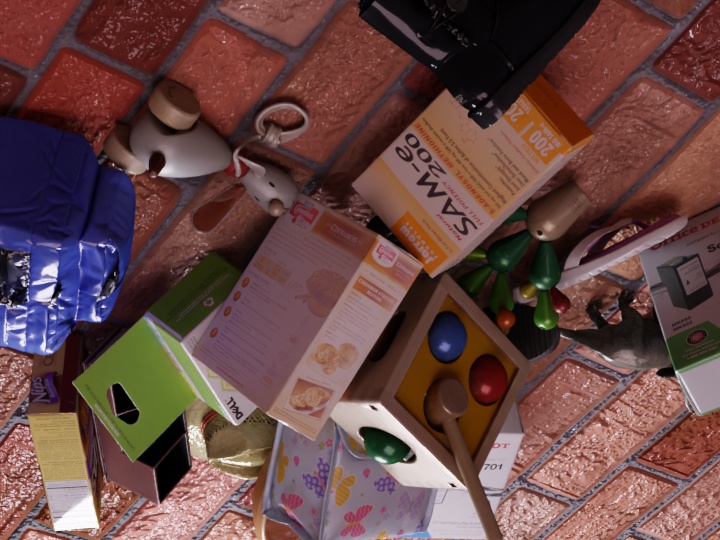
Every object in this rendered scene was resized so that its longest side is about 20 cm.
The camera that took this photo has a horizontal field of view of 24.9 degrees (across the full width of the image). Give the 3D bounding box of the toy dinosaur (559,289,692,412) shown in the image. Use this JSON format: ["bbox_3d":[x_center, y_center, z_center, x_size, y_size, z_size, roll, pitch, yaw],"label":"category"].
[{"bbox_3d":[0.304,0.076,1.791,0.200,0.102,0.077,16,129,-24],"label":"toy dinosaur"}]

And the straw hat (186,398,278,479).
[{"bbox_3d":[-0.129,0.188,1.842,0.201,0.085,0.201,-5,135,-5],"label":"straw hat"}]

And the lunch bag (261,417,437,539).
[{"bbox_3d":[0.003,0.182,1.731,0.169,0.127,0.200,0,106,-42],"label":"lunch bag"}]

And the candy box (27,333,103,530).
[{"bbox_3d":[-0.319,0.178,1.781,0.056,0.117,0.200,-2,135,-3],"label":"candy box"}]

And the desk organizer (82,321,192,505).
[{"bbox_3d":[-0.241,0.161,1.786,0.077,0.072,0.200,23,139,22],"label":"desk organizer"}]

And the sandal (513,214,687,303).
[{"bbox_3d":[0.246,-0.023,1.719,0.202,0.082,0.050,-26,89,18],"label":"sandal"}]

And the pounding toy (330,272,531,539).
[{"bbox_3d":[0.077,0.136,1.619,0.142,0.200,0.184,-5,138,48],"label":"pounding toy"}]

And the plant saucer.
[{"bbox_3d":[-0.060,0.226,1.852,0.037,0.200,0.200,29,139,23],"label":"plant saucer"}]

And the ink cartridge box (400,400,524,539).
[{"bbox_3d":[0.095,0.223,1.913,0.146,0.086,0.200,3,135,-12],"label":"ink cartridge box"}]

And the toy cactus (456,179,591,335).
[{"bbox_3d":[0.161,-0.030,1.662,0.165,0.102,0.200,-40,99,8],"label":"toy cactus"}]

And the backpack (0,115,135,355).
[{"bbox_3d":[-0.307,-0.013,1.551,0.167,0.163,0.200,18,136,-5],"label":"backpack"}]

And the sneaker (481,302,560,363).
[{"bbox_3d":[0.144,0.089,1.793,0.200,0.074,0.088,-15,154,36],"label":"sneaker"}]

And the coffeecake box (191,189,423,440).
[{"bbox_3d":[-0.054,0.040,1.598,0.073,0.153,0.200,33,88,-39],"label":"coffeecake box"}]

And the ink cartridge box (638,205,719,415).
[{"bbox_3d":[0.382,0.032,1.694,0.146,0.200,0.084,-25,130,14],"label":"ink cartridge box"}]

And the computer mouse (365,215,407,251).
[{"bbox_3d":[0.000,0.000,1.723,0.059,0.034,0.200,-11,148,-41],"label":"computer mouse"}]

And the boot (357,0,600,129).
[{"bbox_3d":[0.111,-0.249,1.450,0.168,0.076,0.200,44,74,-10],"label":"boot"}]

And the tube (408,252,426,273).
[{"bbox_3d":[0.029,0.050,1.761,0.052,0.058,0.200,18,131,-2],"label":"tube"}]

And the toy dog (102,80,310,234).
[{"bbox_3d":[-0.144,-0.097,1.554,0.200,0.096,0.132,9,132,-17],"label":"toy dog"}]

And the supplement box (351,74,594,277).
[{"bbox_3d":[0.106,-0.106,1.561,0.126,0.074,0.200,49,119,6],"label":"supplement box"}]

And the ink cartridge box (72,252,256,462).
[{"bbox_3d":[-0.176,0.105,1.692,0.200,0.076,0.148,-44,136,-17],"label":"ink cartridge box"}]
